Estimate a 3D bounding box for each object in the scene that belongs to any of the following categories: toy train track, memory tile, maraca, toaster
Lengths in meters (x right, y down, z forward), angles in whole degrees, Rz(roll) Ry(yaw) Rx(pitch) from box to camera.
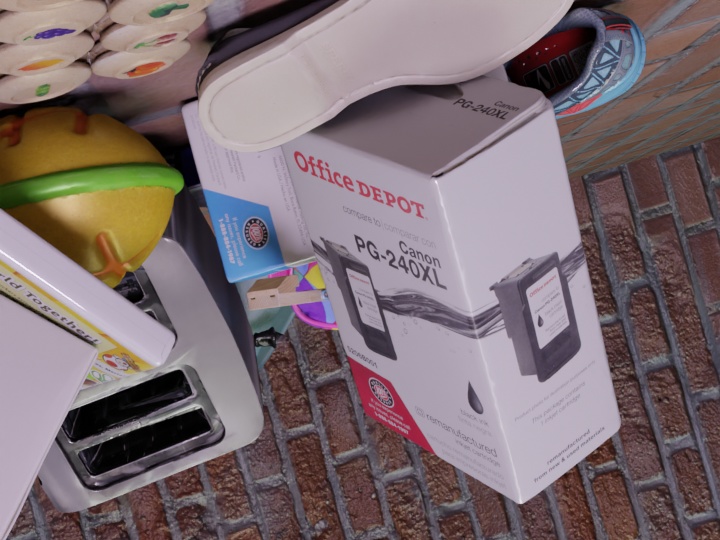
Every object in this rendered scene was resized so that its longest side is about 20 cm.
[{"bbox_3d":[0.000,0.000,0.845,0.114,0.033,0.199,-8,180,35],"label":"toy train track"},{"bbox_3d":[-0.133,-0.099,0.574,0.152,0.017,0.200,-15,178,-17],"label":"memory tile"},{"bbox_3d":[-0.189,-0.028,0.758,0.199,0.108,0.137,-15,172,30],"label":"maraca"},{"bbox_3d":[-0.162,0.041,0.901,0.199,0.182,0.119,-21,-147,1],"label":"toaster"}]

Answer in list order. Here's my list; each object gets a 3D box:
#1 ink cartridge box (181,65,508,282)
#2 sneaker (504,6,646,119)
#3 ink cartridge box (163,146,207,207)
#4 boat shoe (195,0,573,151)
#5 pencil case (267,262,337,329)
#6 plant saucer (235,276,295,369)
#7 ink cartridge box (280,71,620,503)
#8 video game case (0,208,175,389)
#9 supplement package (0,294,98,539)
[{"bbox_3d":[0.001,-0.075,0.860,0.199,0.117,0.068,-16,179,7],"label":"ink cartridge box"},{"bbox_3d":[0.093,-0.122,0.930,0.199,0.080,0.095,-33,166,18],"label":"sneaker"},{"bbox_3d":[-0.061,-0.090,1.025,0.198,0.041,0.200,-17,179,18],"label":"ink cartridge box"},{"bbox_3d":[0.009,-0.126,0.678,0.199,0.073,0.063,-22,-140,10],"label":"boat shoe"},{"bbox_3d":[0.000,-0.022,1.018,0.088,0.089,0.200,-16,-169,19],"label":"pencil case"},{"bbox_3d":[-0.073,0.024,1.075,0.039,0.202,0.201,28,-179,4],"label":"plant saucer"},{"bbox_3d":[0.046,0.001,0.726,0.083,0.201,0.145,-32,-148,-24],"label":"ink cartridge box"},{"bbox_3d":[-0.218,0.002,0.696,0.181,0.200,0.023,-18,-139,49],"label":"video game case"},{"bbox_3d":[-0.252,0.056,0.662,0.121,0.199,0.120,-39,-156,56],"label":"supplement package"}]
